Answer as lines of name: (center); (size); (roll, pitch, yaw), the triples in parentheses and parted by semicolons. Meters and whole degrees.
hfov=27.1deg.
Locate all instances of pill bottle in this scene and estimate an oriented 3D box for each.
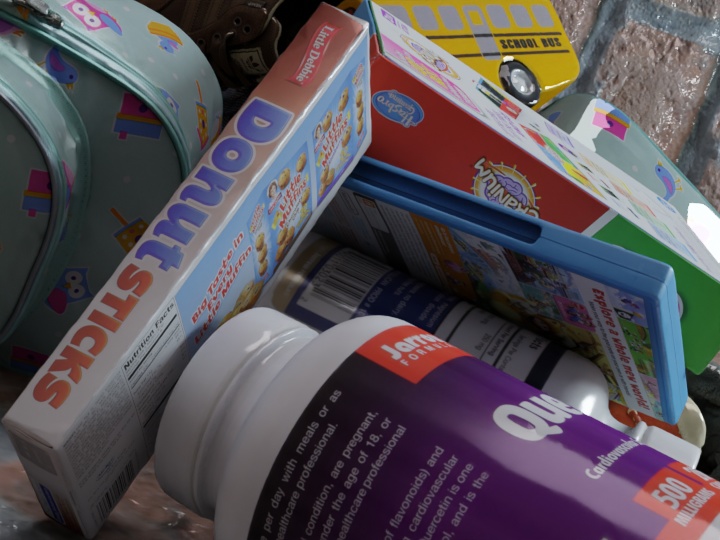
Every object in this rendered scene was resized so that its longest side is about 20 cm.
pill bottle: (0.039, 0.071, 0.647); (0.199, 0.111, 0.111); (25, 7, 13)
pill bottle: (0.031, 0.087, 0.495); (0.200, 0.113, 0.112); (27, 8, 25)

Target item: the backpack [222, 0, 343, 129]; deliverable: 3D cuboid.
backpack: (-0.009, -0.102, 0.986); (0.190, 0.155, 0.200); (-15, -24, 33)

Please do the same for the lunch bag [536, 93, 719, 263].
lunch bag: (0.114, -0.002, 0.878); (0.160, 0.077, 0.200); (48, -39, -8)

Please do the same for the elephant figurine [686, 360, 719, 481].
elephant figurine: (0.248, 0.103, 0.944); (0.142, 0.155, 0.200); (50, 8, 21)

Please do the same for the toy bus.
toy bus: (0.037, -0.111, 0.846); (0.200, 0.065, 0.079); (-11, 74, -43)

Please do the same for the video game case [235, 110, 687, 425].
video game case: (0.045, 0.001, 0.657); (0.199, 0.018, 0.143); (22, -18, 23)

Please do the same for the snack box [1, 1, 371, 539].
snack box: (-0.053, -0.003, 0.533); (0.024, 0.200, 0.072); (24, -29, 17)

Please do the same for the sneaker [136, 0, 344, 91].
sneaker: (-0.077, -0.141, 0.880); (0.071, 0.200, 0.076); (57, 10, -41)

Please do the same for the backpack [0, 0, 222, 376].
backpack: (-0.164, -0.048, 0.645); (0.199, 0.176, 0.153); (21, 24, -12)

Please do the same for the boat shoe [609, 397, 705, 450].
boat shoe: (0.164, 0.097, 0.890); (0.200, 0.062, 0.071); (37, 28, -81)

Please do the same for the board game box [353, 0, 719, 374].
board game box: (0.076, -0.045, 0.700); (0.200, 0.040, 0.153); (33, 15, -11)
